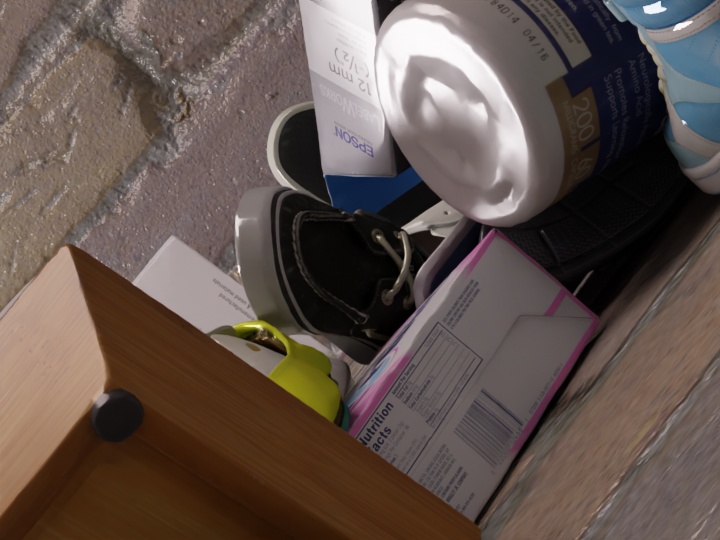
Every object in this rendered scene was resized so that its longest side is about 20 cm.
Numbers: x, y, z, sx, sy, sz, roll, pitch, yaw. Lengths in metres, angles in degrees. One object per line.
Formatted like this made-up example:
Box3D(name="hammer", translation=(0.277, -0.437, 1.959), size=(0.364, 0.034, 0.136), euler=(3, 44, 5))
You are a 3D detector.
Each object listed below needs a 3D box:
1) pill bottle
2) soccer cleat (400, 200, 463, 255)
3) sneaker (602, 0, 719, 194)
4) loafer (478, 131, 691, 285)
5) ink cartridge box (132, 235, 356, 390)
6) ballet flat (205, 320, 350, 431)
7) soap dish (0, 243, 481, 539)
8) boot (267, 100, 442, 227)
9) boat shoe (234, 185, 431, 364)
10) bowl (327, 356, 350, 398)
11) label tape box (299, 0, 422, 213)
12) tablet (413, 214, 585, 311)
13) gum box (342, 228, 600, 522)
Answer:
Box3D(name="pill bottle", translation=(0.112, -0.113, 1.037), size=(0.199, 0.111, 0.111), euler=(-34, -7, -28))
Box3D(name="soccer cleat", translation=(0.076, -0.023, 1.245), size=(0.199, 0.070, 0.078), euler=(-33, -5, 7))
Box3D(name="sneaker", translation=(0.134, -0.106, 0.917), size=(0.080, 0.130, 0.200), euler=(-51, 0, -14))
Box3D(name="loafer", translation=(0.135, -0.052, 1.109), size=(0.200, 0.072, 0.063), euler=(-46, -24, -19))
Box3D(name="ink cartridge box", translation=(-0.107, 0.118, 1.413), size=(0.200, 0.146, 0.147), euler=(-51, -30, -9))
Box3D(name="ballet flat", translation=(-0.046, 0.054, 0.960), size=(0.067, 0.067, 0.200), euler=(-48, 4, 3))
Box3D(name="soap dish", translation=(-0.069, 0.108, 0.768), size=(0.158, 0.200, 0.081), euler=(-49, 30, 8))
Box3D(name="boot", translation=(0.041, -0.049, 1.363), size=(0.144, 0.198, 0.073), euler=(152, 132, -87))
Box3D(name="boat shoe", translation=(0.000, 0.000, 1.098), size=(0.063, 0.071, 0.200), euler=(-9, -13, 20))
Box3D(name="bowl", translation=(-0.079, 0.133, 1.163), size=(0.200, 0.074, 0.201), euler=(150, 136, -77))
Box3D(name="label tape box", translation=(0.045, -0.117, 1.103), size=(0.143, 0.066, 0.201), euler=(-34, -45, -28))
Box3D(name="tablet", translation=(0.089, -0.021, 1.149), size=(0.200, 0.014, 0.131), euler=(-51, -33, -29))
Box3D(name="gum box", translation=(0.014, 0.087, 0.986), size=(0.114, 0.066, 0.200), euler=(-48, 3, 47))
